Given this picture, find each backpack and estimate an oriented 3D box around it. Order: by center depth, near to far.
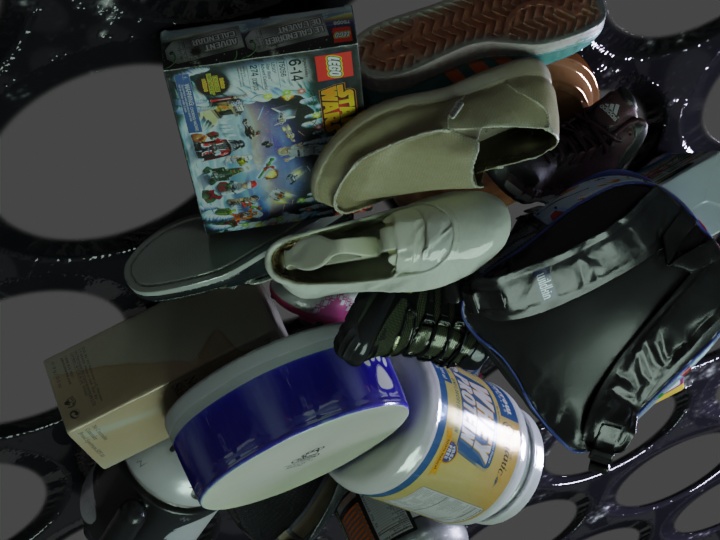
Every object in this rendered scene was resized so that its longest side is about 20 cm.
[{"bbox_3d":[0.190,0.020,1.167,0.190,0.154,0.200,-37,104,12],"label":"backpack"}]

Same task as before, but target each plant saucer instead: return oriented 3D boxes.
[{"bbox_3d":[0.114,-0.109,1.266,0.198,0.033,0.201,-20,149,-13],"label":"plant saucer"}]

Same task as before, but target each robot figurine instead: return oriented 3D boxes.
[{"bbox_3d":[-0.188,0.201,1.404,0.124,0.151,0.201,11,134,-28],"label":"robot figurine"}]

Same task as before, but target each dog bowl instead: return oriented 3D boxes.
[{"bbox_3d":[-0.061,0.125,1.267,0.198,0.079,0.200,-24,163,-8],"label":"dog bowl"}]

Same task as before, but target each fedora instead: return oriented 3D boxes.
[{"bbox_3d":[-0.086,0.207,1.503,0.091,0.201,0.201,32,123,-16],"label":"fedora"}]

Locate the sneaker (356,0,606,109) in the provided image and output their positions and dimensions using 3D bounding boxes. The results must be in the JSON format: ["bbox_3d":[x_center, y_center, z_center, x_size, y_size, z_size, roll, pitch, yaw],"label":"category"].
[{"bbox_3d":[0.088,-0.163,1.134,0.198,0.072,0.080,-14,149,-5],"label":"sneaker"}]

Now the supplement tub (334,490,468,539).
[{"bbox_3d":[0.037,0.257,1.586,0.121,0.201,0.123,-19,149,-12],"label":"supplement tub"}]

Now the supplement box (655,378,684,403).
[{"bbox_3d":[0.262,0.076,1.582,0.130,0.104,0.200,-26,150,-1],"label":"supplement box"}]

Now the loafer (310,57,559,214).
[{"bbox_3d":[0.059,-0.090,1.081,0.198,0.069,0.076,-25,150,-6],"label":"loafer"}]

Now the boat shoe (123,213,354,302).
[{"bbox_3d":[-0.092,-0.016,1.205,0.198,0.076,0.061,-21,143,-9],"label":"boat shoe"}]

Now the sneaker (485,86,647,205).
[{"bbox_3d":[0.167,-0.112,1.215,0.116,0.076,0.199,-45,155,18],"label":"sneaker"}]

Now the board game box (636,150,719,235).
[{"bbox_3d":[0.249,-0.045,1.336,0.147,0.065,0.200,-29,-177,2],"label":"board game box"}]

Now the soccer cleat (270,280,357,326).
[{"bbox_3d":[0.000,0.000,1.296,0.199,0.070,0.087,3,121,-54],"label":"soccer cleat"}]

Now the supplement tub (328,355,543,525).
[{"bbox_3d":[0.069,0.161,1.424,0.144,0.146,0.199,-41,137,23],"label":"supplement tub"}]

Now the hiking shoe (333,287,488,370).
[{"bbox_3d":[0.060,0.039,1.208,0.199,0.100,0.076,-29,151,-51],"label":"hiking shoe"}]

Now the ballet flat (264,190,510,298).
[{"bbox_3d":[0.014,-0.016,1.114,0.198,0.070,0.069,-12,157,28],"label":"ballet flat"}]

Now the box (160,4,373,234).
[{"bbox_3d":[-0.064,-0.105,1.097,0.135,0.040,0.201,-9,147,-1],"label":"box"}]

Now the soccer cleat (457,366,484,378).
[{"bbox_3d":[0.090,0.084,1.511,0.085,0.070,0.201,4,134,-25],"label":"soccer cleat"}]

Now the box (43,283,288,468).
[{"bbox_3d":[-0.161,0.082,1.295,0.198,0.078,0.095,-27,149,0],"label":"box"}]
